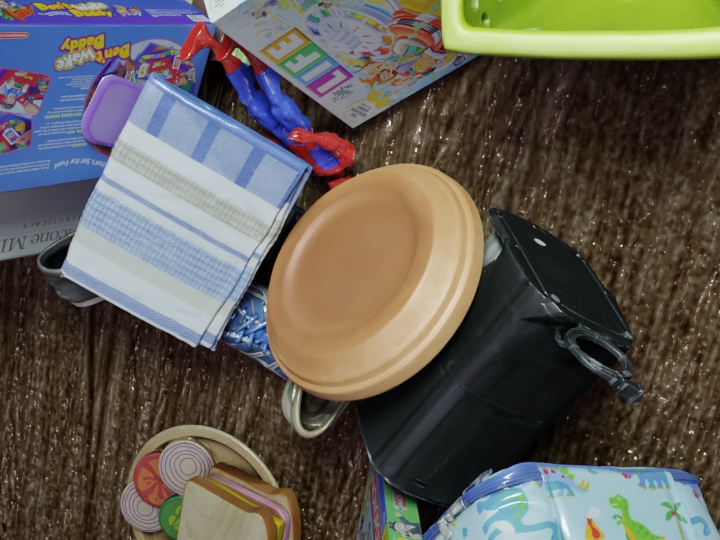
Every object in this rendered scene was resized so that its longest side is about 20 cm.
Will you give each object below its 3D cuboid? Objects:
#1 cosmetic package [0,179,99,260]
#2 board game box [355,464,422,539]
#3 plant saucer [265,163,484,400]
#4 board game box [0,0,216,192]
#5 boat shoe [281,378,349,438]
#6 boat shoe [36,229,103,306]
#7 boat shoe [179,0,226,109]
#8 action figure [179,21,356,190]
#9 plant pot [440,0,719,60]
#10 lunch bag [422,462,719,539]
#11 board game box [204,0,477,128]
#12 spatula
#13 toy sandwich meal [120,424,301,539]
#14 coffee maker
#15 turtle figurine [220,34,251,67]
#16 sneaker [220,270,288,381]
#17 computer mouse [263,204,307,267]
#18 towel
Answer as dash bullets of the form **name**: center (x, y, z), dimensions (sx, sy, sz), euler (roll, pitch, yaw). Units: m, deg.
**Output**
- **cosmetic package**: center (-0.306, -0.138, 0.799), dimensions (0.166, 0.167, 0.201), euler (39, 121, 25)
- **board game box**: center (0.019, 0.238, 0.757), dimensions (0.029, 0.200, 0.136), euler (9, 105, -4)
- **plant saucer**: center (0.000, 0.000, 0.712), dimensions (0.199, 0.037, 0.201), euler (-21, 51, 28)
- **board game box**: center (-0.214, -0.136, 0.708), dimensions (0.045, 0.199, 0.135), euler (39, 124, 26)
- **boat shoe**: center (-0.005, 0.045, 0.768), dimensions (0.072, 0.065, 0.201), euler (27, 87, -7)
- **boat shoe**: center (-0.188, -0.030, 0.805), dimensions (0.199, 0.057, 0.067), euler (-26, 52, 9)
- **boat shoe**: center (-0.119, -0.202, 0.795), dimensions (0.072, 0.072, 0.201), euler (32, 115, 5)
- **action figure**: center (-0.060, -0.116, 0.736), dimensions (0.065, 0.200, 0.052), euler (4, 67, 37)
- **plant pot**: center (0.171, -0.239, 0.605), dimensions (0.198, 0.181, 0.202), euler (6, 103, 20)
- **lunch bag**: center (0.149, 0.209, 0.691), dimensions (0.161, 0.199, 0.083), euler (119, 148, -46)
- **board game box**: center (-0.002, -0.183, 0.674), dimensions (0.134, 0.200, 0.034), euler (-27, 67, 21)
- **spatula**: center (-0.138, -0.104, 0.762), dimensions (0.057, 0.199, 0.021), euler (-58, 45, 14)
- **toy sandwich meal**: center (-0.153, 0.248, 0.896), dimensions (0.204, 0.070, 0.207), euler (5, 102, 21)
- **coffee maker**: center (0.093, 0.082, 0.698), dimensions (0.134, 0.192, 0.200), euler (33, 114, -5)
- **turtle figurine**: center (-0.017, -0.232, 0.701), dimensions (0.199, 0.144, 0.195), euler (30, 120, 6)
- **sneaker**: center (-0.088, 0.054, 0.827), dimensions (0.199, 0.077, 0.076), euler (32, 109, 12)
- **computer mouse**: center (-0.101, -0.055, 0.839), dimensions (0.199, 0.034, 0.059), euler (34, 96, 20)
- **towel**: center (-0.142, -0.039, 0.740), dimensions (0.146, 0.024, 0.201), euler (28, 117, -9)
